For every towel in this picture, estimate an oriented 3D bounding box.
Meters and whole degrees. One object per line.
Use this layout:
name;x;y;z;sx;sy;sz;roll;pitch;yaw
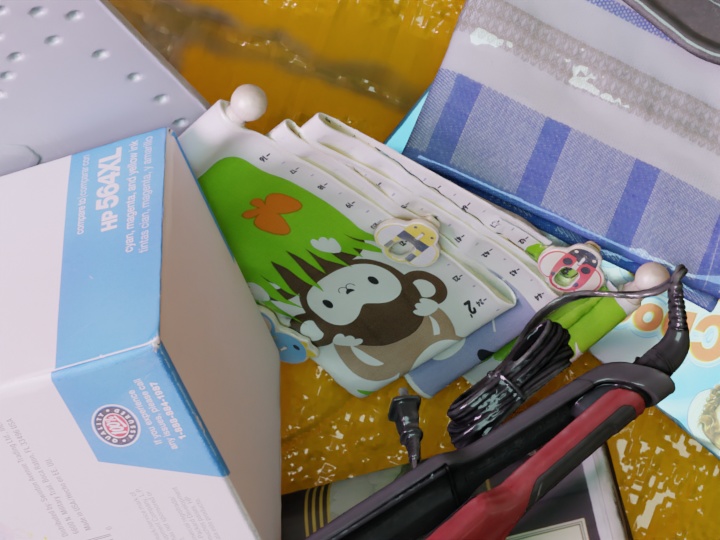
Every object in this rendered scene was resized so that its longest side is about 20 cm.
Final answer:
towel;0.119;-0.100;1.132;0.146;0.024;0.201;26;77;-1

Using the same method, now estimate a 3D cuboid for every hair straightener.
hair straightener;0.040;0.058;1.061;0.200;0.041;0.077;-41;57;-10

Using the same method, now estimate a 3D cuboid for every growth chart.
growth chart;0.000;0.000;1.125;0.199;0.018;0.145;25;137;-15

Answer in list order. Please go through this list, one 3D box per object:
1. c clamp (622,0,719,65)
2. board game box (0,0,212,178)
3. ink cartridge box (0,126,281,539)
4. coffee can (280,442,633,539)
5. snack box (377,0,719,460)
c clamp;0.133;-0.183;1.123;0.171;0.027;0.200;-44;84;-10
board game box;-0.155;-0.042;1.098;0.199;0.200;0.026;-20;61;15
ink cartridge box;-0.143;0.055;1.080;0.199;0.125;0.129;-15;130;11
coffee can;0.014;0.150;1.124;0.199;0.146;0.147;-14;92;5
snack box;0.115;-0.023;1.161;0.200;0.037;0.116;39;93;2
